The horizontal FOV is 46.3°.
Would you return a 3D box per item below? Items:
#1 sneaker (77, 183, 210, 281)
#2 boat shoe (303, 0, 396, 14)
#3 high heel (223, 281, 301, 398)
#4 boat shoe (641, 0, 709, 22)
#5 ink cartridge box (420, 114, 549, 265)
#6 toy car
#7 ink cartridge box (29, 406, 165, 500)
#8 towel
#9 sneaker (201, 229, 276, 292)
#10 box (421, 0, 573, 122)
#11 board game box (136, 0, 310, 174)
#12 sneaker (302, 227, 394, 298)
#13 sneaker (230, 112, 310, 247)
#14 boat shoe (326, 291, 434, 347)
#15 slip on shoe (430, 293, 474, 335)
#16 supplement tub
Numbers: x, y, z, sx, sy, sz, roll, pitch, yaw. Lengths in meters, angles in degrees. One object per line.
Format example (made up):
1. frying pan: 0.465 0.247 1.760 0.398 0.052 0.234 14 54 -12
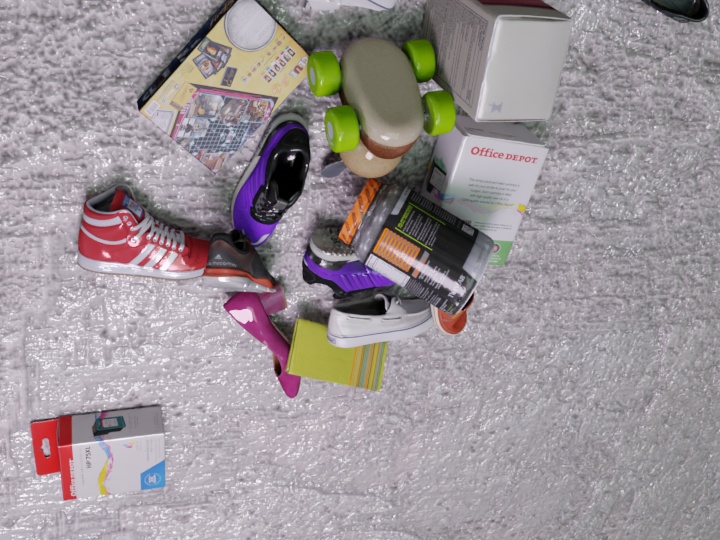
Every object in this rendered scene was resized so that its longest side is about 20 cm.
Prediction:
1. sneaker: -0.277 -0.053 1.131 0.195 0.072 0.114 1 125 -19
2. boat shoe: -0.051 -0.350 1.030 0.196 0.074 0.066 16 121 -18
3. high heel: -0.150 0.118 1.293 0.094 0.067 0.204 -18 112 -20
4. boat shoe: 0.418 -0.404 1.169 0.198 0.066 0.075 32 107 -34
5. ink cartridge box: 0.172 -0.118 1.251 0.142 0.084 0.203 4 121 -22
6. toy car: 0.012 -0.191 1.126 0.161 0.161 0.201 -12 158 -17
7. ink cartridge box: -0.405 0.286 1.306 0.195 0.068 0.118 -4 123 -18
8. towel: -0.034 0.136 1.337 0.198 0.018 0.088 18 79 -41
9. sneaker: -0.160 -0.013 1.162 0.075 0.200 0.084 1 85 7
10. box: 0.163 -0.286 1.064 0.107 0.201 0.130 -4 124 -20
11. board game box: -0.169 -0.239 1.073 0.200 0.035 0.135 -44 126 10
12. sneaker: 0.000 0.000 1.271 0.196 0.070 0.101 10 127 -24
13. sneaker: -0.120 -0.104 1.136 0.068 0.100 0.203 11 121 -26
14. boat shoe: 0.037 0.066 1.322 0.196 0.072 0.067 -8 119 -25
15. slip on shoe: 0.150 0.049 1.332 0.060 0.075 0.201 14 154 20
16. supplement tub: 0.076 -0.038 1.167 0.198 0.123 0.124 31 111 0
